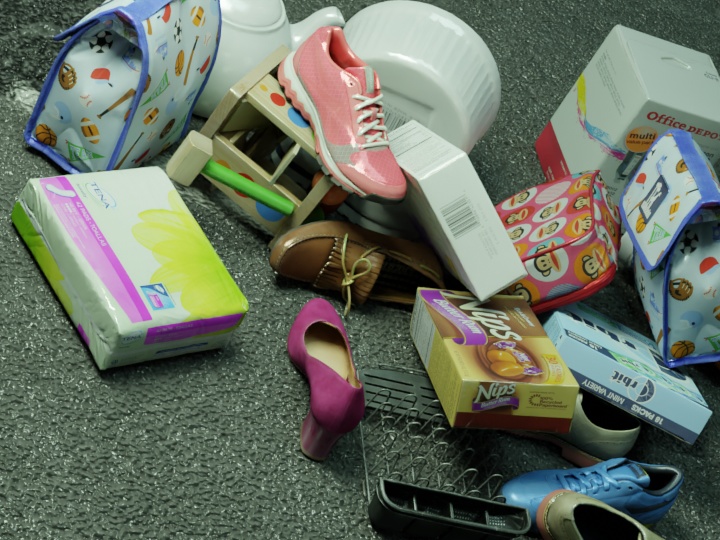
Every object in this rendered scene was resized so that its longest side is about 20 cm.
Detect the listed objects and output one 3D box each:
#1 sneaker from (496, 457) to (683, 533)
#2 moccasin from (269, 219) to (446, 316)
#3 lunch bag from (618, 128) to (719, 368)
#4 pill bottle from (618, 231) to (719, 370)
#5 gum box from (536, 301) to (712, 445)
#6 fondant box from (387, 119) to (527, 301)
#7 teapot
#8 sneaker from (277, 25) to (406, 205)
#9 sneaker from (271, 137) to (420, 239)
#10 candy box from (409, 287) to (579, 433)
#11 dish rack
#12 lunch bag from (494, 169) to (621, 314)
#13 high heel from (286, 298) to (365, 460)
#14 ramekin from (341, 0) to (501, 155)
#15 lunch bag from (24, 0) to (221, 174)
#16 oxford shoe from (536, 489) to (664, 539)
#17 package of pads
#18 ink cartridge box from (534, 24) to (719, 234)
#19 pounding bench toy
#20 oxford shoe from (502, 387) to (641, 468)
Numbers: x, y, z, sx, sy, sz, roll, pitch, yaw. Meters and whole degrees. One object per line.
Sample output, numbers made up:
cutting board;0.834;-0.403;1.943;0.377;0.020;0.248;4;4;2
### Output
sneaker;0.224;0.208;1.582;0.199;0.079;0.066;5;46;-30
moccasin;-0.001;0.001;1.667;0.201;0.074;0.078;16;30;-36
lunch bag;0.343;-0.027;1.714;0.123;0.201;0.170;-7;32;-1
pill bottle;0.391;0.019;1.889;0.200;0.113;0.113;44;38;17
gum box;0.265;0.094;1.706;0.170;0.045;0.200;28;13;-6
fondant box;0.088;-0.065;1.673;0.145;0.058;0.200;61;-3;-19
teapot;-0.156;-0.273;1.800;0.197;0.146;0.200;41;38;12
sneaker;-0.009;-0.155;1.606;0.074;0.087;0.200;-11;61;-46
sneaker;0.003;-0.106;1.779;0.200;0.081;0.076;29;35;-7
candy box;0.125;0.085;1.583;0.116;0.057;0.200;5;24;-12
dish rack;0.069;0.165;1.532;0.153;0.055;0.200;15;43;-23
lunch bag;0.187;-0.025;1.757;0.082;0.176;0.200;62;22;-19
high heel;-0.021;0.078;1.536;0.067;0.096;0.200;16;40;-21
ramekin;0.048;-0.188;1.813;0.200;0.201;0.098;30;44;-3
lunch bag;-0.224;-0.205;1.615;0.124;0.200;0.170;36;37;4
oxford shoe;0.255;0.271;1.503;0.200;0.075;0.071;30;78;-7
package of pads;-0.211;-0.008;1.522;0.154;0.068;0.200;-9;53;-41
ink cartridge box;0.333;-0.165;1.982;0.145;0.200;0.145;13;40;-24
pounding bench toy;-0.091;-0.102;1.657;0.156;0.124;0.200;41;37;-1
oxford shoe;0.188;0.129;1.645;0.199;0.075;0.071;24;40;-9
